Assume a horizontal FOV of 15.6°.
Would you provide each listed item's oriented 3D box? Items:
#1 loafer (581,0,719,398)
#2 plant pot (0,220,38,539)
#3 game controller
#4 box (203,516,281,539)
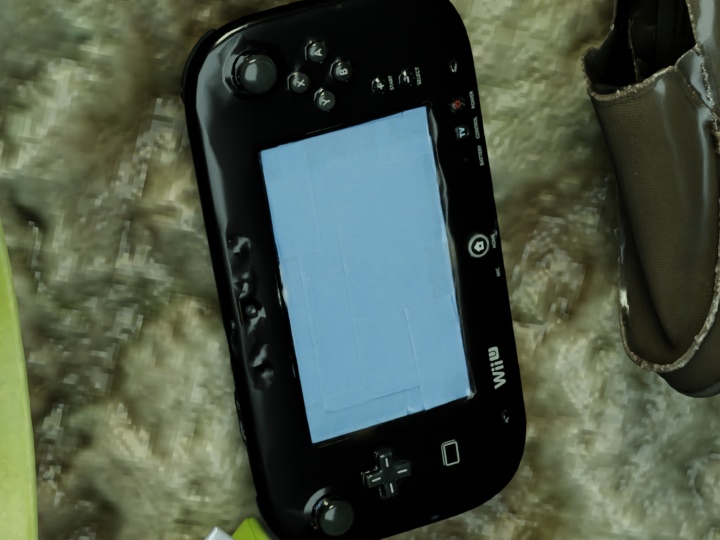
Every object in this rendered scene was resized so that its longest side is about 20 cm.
[{"bbox_3d":[0.105,-0.055,0.907,0.071,0.073,0.200,-4,99,-30],"label":"loafer"},{"bbox_3d":[-0.207,0.066,0.829,0.184,0.200,0.201,-5,109,1],"label":"plant pot"},{"bbox_3d":[0.000,0.000,0.920,0.104,0.042,0.200,-13,111,-9],"label":"game controller"},{"bbox_3d":[-0.018,0.183,0.971,0.200,0.048,0.122,38,95,-21],"label":"box"}]
